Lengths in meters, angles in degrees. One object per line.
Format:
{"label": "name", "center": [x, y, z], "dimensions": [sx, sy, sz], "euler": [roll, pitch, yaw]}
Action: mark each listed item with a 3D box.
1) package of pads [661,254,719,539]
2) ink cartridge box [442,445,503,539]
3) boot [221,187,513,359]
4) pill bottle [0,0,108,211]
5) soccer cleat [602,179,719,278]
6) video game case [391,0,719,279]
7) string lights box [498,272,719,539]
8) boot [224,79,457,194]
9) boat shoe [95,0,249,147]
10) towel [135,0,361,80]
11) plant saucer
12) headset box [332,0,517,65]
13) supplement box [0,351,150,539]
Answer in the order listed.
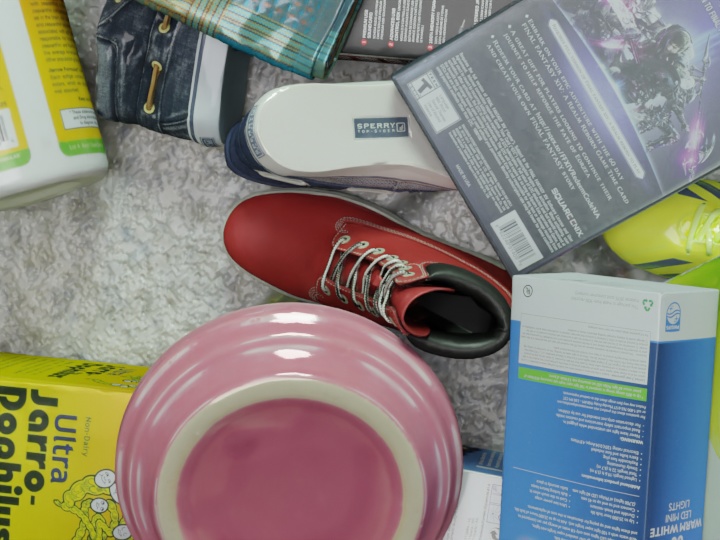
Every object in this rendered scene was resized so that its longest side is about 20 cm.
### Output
{"label": "package of pads", "center": [0.211, 0.096, 0.913], "dimensions": [0.154, 0.068, 0.201], "euler": [-29, 71, 41]}
{"label": "ink cartridge box", "center": [0.023, 0.173, 1.013], "dimensions": [0.199, 0.076, 0.137], "euler": [10, 95, 7]}
{"label": "boot", "center": [0.000, 0.000, 0.974], "dimensions": [0.199, 0.144, 0.073], "euler": [17, 97, 10]}
{"label": "pill bottle", "center": [-0.235, -0.141, 1.022], "dimensions": [0.111, 0.111, 0.201], "euler": [-15, 90, 10]}
{"label": "soccer cleat", "center": [0.240, -0.011, 0.962], "dimensions": [0.199, 0.084, 0.065], "euler": [16, 98, 9]}
{"label": "video game case", "center": [0.138, -0.101, 0.938], "dimensions": [0.200, 0.019, 0.143], "euler": [-29, 101, 14]}
{"label": "string lights box", "center": [0.133, 0.106, 0.901], "dimensions": [0.103, 0.059, 0.201], "euler": [8, 97, 45]}
{"label": "boot", "center": [0.018, -0.082, 1.009], "dimensions": [0.199, 0.090, 0.073], "euler": [3, 85, -19]}
{"label": "boat shoe", "center": [-0.111, -0.182, 1.019], "dimensions": [0.091, 0.071, 0.201], "euler": [11, 94, 11]}
{"label": "towel", "center": [-0.081, -0.214, 0.959], "dimensions": [0.199, 0.022, 0.147], "euler": [25, 96, 7]}
{"label": "plant saucer", "center": [-0.040, 0.119, 0.924], "dimensions": [0.200, 0.051, 0.201], "euler": [-1, 111, -2]}
{"label": "headset box", "center": [0.038, -0.198, 0.990], "dimensions": [0.199, 0.077, 0.150], "euler": [5, 94, 10]}
{"label": "supplement box", "center": [-0.198, 0.115, 1.030], "dimensions": [0.199, 0.110, 0.109], "euler": [5, 94, 9]}
